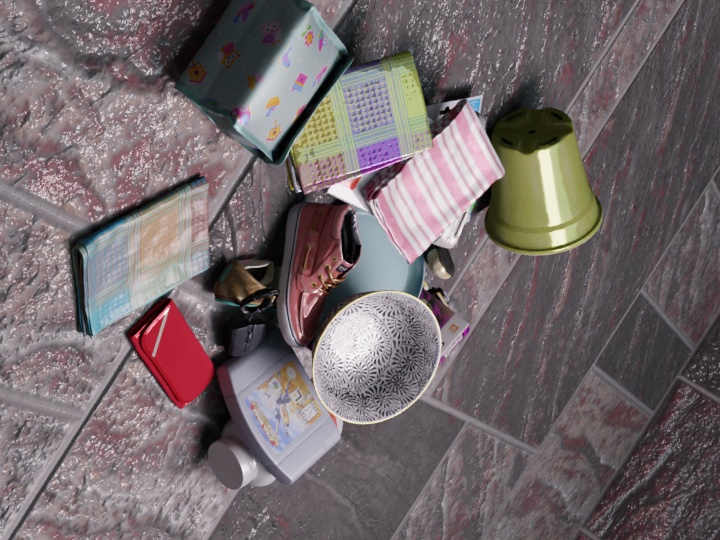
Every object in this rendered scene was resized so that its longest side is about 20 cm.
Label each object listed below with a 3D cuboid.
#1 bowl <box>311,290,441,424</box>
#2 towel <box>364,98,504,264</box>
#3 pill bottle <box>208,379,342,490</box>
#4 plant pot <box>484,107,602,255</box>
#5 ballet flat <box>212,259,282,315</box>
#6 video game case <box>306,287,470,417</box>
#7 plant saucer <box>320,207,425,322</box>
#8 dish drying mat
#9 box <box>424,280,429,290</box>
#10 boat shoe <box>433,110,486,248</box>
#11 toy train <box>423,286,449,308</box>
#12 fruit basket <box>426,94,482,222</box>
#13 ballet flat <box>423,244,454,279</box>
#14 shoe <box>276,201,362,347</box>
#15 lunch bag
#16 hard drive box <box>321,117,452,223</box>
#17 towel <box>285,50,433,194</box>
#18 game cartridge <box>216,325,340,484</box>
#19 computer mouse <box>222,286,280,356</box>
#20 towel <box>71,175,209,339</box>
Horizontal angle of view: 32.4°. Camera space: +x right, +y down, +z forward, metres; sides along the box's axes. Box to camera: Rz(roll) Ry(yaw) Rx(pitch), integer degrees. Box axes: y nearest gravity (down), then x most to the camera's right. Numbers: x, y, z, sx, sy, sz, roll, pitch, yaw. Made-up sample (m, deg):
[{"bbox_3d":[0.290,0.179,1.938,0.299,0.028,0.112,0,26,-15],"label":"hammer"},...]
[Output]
[{"bbox_3d":[0.006,0.106,1.748,0.200,0.094,0.201,-10,114,-23],"label":"bowl"},{"bbox_3d":[0.106,-0.119,1.696,0.200,0.030,0.146,-43,132,-9],"label":"towel"},{"bbox_3d":[-0.128,0.247,1.850,0.200,0.112,0.113,-27,138,-41],"label":"pill bottle"},{"bbox_3d":[0.291,-0.159,2.030,0.200,0.200,0.185,-38,134,-29],"label":"plant pot"},{"bbox_3d":[-0.128,0.024,1.703,0.200,0.068,0.073,20,86,-55],"label":"ballet flat"},{"bbox_3d":[0.031,0.090,1.848,0.181,0.200,0.036,-46,162,-17],"label":"video game case"},{"bbox_3d":[0.000,0.000,1.801,0.200,0.027,0.201,-3,97,-24],"label":"plant saucer"},{"bbox_3d":[-0.246,0.114,1.646,0.077,0.018,0.200,-48,148,-18],"label":"dish drying mat"},{"bbox_3d":[0.073,0.008,1.990,0.041,0.039,0.200,-47,149,-12],"label":"box"},{"bbox_3d":[0.145,-0.129,1.787,0.066,0.072,0.201,23,82,-33],"label":"boat shoe"},{"bbox_3d":[0.058,0.095,1.931,0.200,0.114,0.085,-31,109,-3],"label":"toy train"},{"bbox_3d":[0.122,-0.154,1.861,0.185,0.094,0.201,-18,128,-46],"label":"fruit basket"},{"bbox_3d":[0.107,-0.022,1.892,0.057,0.200,0.067,-23,103,3],"label":"ballet flat"},{"bbox_3d":[-0.054,0.006,1.677,0.071,0.091,0.201,10,84,-57],"label":"shoe"},{"bbox_3d":[-0.100,-0.221,1.448,0.171,0.122,0.200,-56,157,-3],"label":"lunch bag"},{"bbox_3d":[0.040,-0.151,1.702,0.200,0.077,0.156,23,99,-40],"label":"hard drive box"},{"bbox_3d":[-0.011,-0.191,1.589,0.199,0.023,0.144,-19,112,-14],"label":"towel"},{"bbox_3d":[-0.119,0.197,1.771,0.133,0.041,0.200,-41,107,-42],"label":"game cartridge"},{"bbox_3d":[-0.144,0.073,1.657,0.058,0.034,0.200,-5,157,-19],"label":"computer mouse"},{"bbox_3d":[-0.260,-0.016,1.502,0.200,0.022,0.147,-33,142,-36],"label":"towel"}]
